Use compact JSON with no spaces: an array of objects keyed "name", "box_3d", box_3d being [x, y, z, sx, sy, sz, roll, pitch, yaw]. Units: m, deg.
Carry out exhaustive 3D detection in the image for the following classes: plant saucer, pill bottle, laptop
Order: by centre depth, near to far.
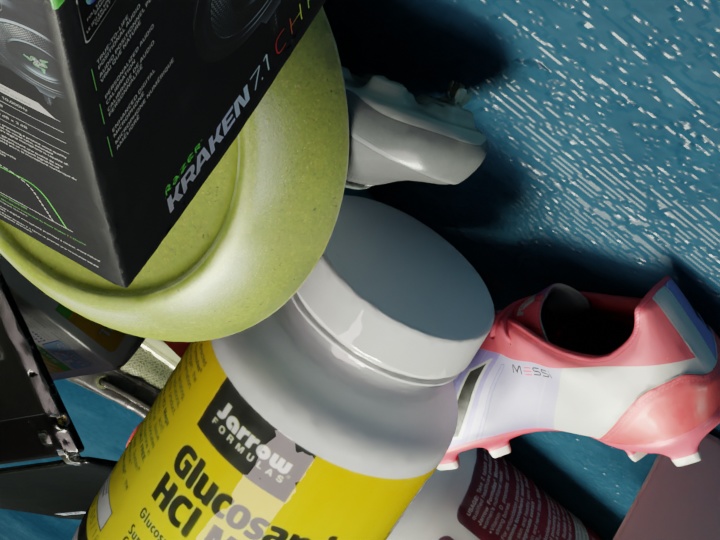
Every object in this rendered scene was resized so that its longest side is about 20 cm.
[{"name":"plant saucer","box_3d":[-0.095,-0.063,0.879,0.199,0.031,0.202,13,116,29]},{"name":"pill bottle","box_3d":[-0.031,0.072,0.975,0.112,0.113,0.201,32,117,-1]},{"name":"laptop","box_3d":[-0.158,0.047,1.108,0.176,0.103,0.201,-12,106,47]},{"name":"pill bottle","box_3d":[0.043,0.140,1.206,0.200,0.110,0.109,40,159,-20]}]

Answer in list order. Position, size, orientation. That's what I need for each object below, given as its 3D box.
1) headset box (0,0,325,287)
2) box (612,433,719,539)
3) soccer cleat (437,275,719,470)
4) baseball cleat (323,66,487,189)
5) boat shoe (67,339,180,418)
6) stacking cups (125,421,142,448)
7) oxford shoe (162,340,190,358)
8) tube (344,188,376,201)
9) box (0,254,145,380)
[{"name":"headset box","box_3d":[-0.066,-0.123,0.657,0.092,0.175,0.200,28,159,13]},{"name":"box","box_3d":[0.129,0.188,1.056,0.097,0.201,0.125,28,161,8]},{"name":"soccer cleat","box_3d":[0.067,0.038,0.992,0.199,0.067,0.077,-1,123,45]},{"name":"baseball cleat","box_3d":[-0.035,-0.037,0.911,0.069,0.107,0.199,14,-176,-44]},{"name":"boat shoe","box_3d":[-0.078,0.093,1.323,0.200,0.066,0.072,40,176,-11]},{"name":"stacking cups","box_3d":[-0.059,0.147,1.448,0.199,0.061,0.061,24,159,23]},{"name":"oxford shoe","box_3d":[-0.058,0.005,1.073,0.071,0.073,0.201,-17,107,20]},{"name":"tube","box_3d":[0.000,0.000,1.042,0.077,0.051,0.200,19,162,34]},{"name":"box","box_3d":[-0.180,-0.047,1.109,0.200,0.102,0.112,39,158,-19]}]
